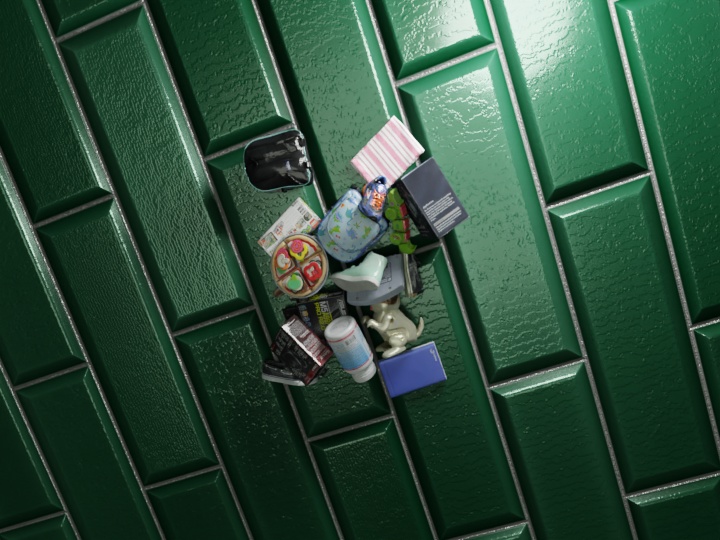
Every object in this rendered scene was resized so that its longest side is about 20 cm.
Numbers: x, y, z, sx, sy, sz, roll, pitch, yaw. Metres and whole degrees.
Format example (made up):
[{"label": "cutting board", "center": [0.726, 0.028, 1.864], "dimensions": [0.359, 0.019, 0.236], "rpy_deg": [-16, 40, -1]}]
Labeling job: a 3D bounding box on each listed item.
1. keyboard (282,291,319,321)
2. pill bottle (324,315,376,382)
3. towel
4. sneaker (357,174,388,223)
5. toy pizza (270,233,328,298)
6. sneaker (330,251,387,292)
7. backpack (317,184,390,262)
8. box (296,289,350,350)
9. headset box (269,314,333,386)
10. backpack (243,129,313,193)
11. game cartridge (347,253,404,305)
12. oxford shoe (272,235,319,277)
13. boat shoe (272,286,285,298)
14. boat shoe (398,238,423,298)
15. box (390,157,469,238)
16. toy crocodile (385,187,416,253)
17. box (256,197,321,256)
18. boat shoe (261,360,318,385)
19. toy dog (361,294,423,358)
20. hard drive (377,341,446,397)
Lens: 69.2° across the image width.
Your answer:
[{"label": "keyboard", "center": [-0.162, 0.119, 1.713], "dimensions": [0.196, 0.021, 0.129], "rpy_deg": [-11, 126, 6]}, {"label": "pill bottle", "center": [-0.026, 0.251, 1.647], "dimensions": [0.107, 0.109, 0.202], "rpy_deg": [-23, 114, 9]}, {"label": "towel", "center": [0.083, -0.354, 1.617], "dimensions": [0.200, 0.030, 0.146], "rpy_deg": [-44, 94, 11]}, {"label": "sneaker", "center": [0.043, -0.216, 1.530], "dimensions": [0.074, 0.202, 0.079], "rpy_deg": [27, 127, -21]}, {"label": "toy pizza", "center": [-0.195, -0.014, 1.623], "dimensions": [0.196, 0.032, 0.205], "rpy_deg": [1, 95, 16]}, {"label": "sneaker", "center": [0.000, 0.000, 1.615], "dimensions": [0.198, 0.119, 0.074], "rpy_deg": [0, 143, 43]}, {"label": "backpack", "center": [-0.032, -0.130, 1.610], "dimensions": [0.183, 0.147, 0.200], "rpy_deg": [44, 105, 0]}, {"label": "box", "center": [-0.108, 0.169, 1.693], "dimensions": [0.157, 0.044, 0.203], "rpy_deg": [-9, 116, 7]}, {"label": "headset box", "center": [-0.185, 0.265, 1.679], "dimensions": [0.199, 0.077, 0.149], "rpy_deg": [42, 137, 8]}, {"label": "backpack", "center": [-0.251, -0.325, 1.590], "dimensions": [0.196, 0.153, 0.179], "rpy_deg": [-13, 97, -2]}, {"label": "game cartridge", "center": [0.046, 0.036, 1.625], "dimensions": [0.197, 0.135, 0.041], "rpy_deg": [-18, 142, 27]}, {"label": "oxford shoe", "center": [-0.202, -0.030, 1.677], "dimensions": [0.199, 0.075, 0.058], "rpy_deg": [-39, 64, 8]}, {"label": "boat shoe", "center": [-0.195, 0.042, 1.693], "dimensions": [0.198, 0.076, 0.073], "rpy_deg": [-30, 99, 12]}, {"label": "boat shoe", "center": [0.161, -0.016, 1.647], "dimensions": [0.061, 0.075, 0.204], "rpy_deg": [-9, 90, -8]}, {"label": "box", "center": [0.199, -0.206, 1.538], "dimensions": [0.116, 0.197, 0.202], "rpy_deg": [-33, 95, -3]}, {"label": "toy crocodile", "center": [0.120, -0.145, 1.555], "dimensions": [0.061, 0.067, 0.204], "rpy_deg": [0, 113, 32]}, {"label": "box", "center": [-0.229, -0.124, 1.685], "dimensions": [0.200, 0.035, 0.110], "rpy_deg": [-44, 94, 11]}, {"label": "boat shoe", "center": [-0.237, 0.337, 1.755], "dimensions": [0.196, 0.072, 0.069], "rpy_deg": [6, 103, 12]}, {"label": "toy dog", "center": [0.098, 0.149, 1.654], "dimensions": [0.191, 0.140, 0.203], "rpy_deg": [-21, 97, 0]}, {"label": "hard drive", "center": [0.172, 0.330, 1.733], "dimensions": [0.197, 0.025, 0.134], "rpy_deg": [-20, 97, 9]}]
